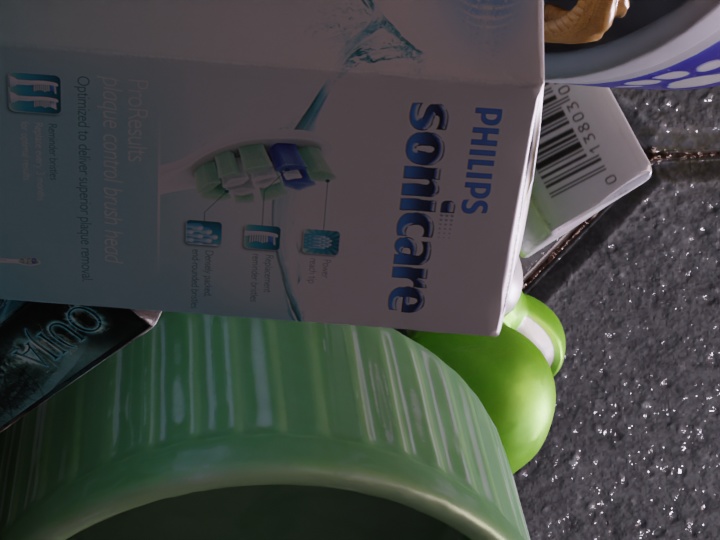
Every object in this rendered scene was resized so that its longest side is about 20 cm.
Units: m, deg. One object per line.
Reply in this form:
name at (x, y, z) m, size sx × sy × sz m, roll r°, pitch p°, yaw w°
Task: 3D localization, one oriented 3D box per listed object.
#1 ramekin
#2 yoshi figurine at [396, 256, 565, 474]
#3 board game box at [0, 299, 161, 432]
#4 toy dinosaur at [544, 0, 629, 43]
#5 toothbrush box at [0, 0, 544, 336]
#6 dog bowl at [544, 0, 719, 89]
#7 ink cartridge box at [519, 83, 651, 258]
ramekin at (-0.035, 0.104, 0.817) m, size 0.098 × 0.200 × 0.200 m, roll -97°, pitch 179°, yaw -51°
yoshi figurine at (0.006, 0.007, 0.858) m, size 0.200 × 0.112 × 0.112 m, roll 36°, pitch 70°, yaw -37°
board game box at (-0.065, -0.040, 0.727) m, size 0.135 × 0.028 × 0.200 m, roll -33°, pitch -155°, yaw 49°
toy dinosaur at (0.063, -0.113, 0.641) m, size 0.200 × 0.060 × 0.106 m, roll -133°, pitch -152°, yaw -57°
toothbrush box at (-0.059, -0.071, 0.588) m, size 0.085 × 0.200 × 0.147 m, roll 97°, pitch -2°, yaw -48°
dog bowl at (0.081, -0.155, 0.759) m, size 0.079 × 0.200 × 0.201 m, roll 1°, pitch 85°, yaw -49°
ink cartridge box at (0.035, -0.082, 0.945) m, size 0.163 × 0.057 × 0.200 m, roll 62°, pitch -12°, yaw 3°
